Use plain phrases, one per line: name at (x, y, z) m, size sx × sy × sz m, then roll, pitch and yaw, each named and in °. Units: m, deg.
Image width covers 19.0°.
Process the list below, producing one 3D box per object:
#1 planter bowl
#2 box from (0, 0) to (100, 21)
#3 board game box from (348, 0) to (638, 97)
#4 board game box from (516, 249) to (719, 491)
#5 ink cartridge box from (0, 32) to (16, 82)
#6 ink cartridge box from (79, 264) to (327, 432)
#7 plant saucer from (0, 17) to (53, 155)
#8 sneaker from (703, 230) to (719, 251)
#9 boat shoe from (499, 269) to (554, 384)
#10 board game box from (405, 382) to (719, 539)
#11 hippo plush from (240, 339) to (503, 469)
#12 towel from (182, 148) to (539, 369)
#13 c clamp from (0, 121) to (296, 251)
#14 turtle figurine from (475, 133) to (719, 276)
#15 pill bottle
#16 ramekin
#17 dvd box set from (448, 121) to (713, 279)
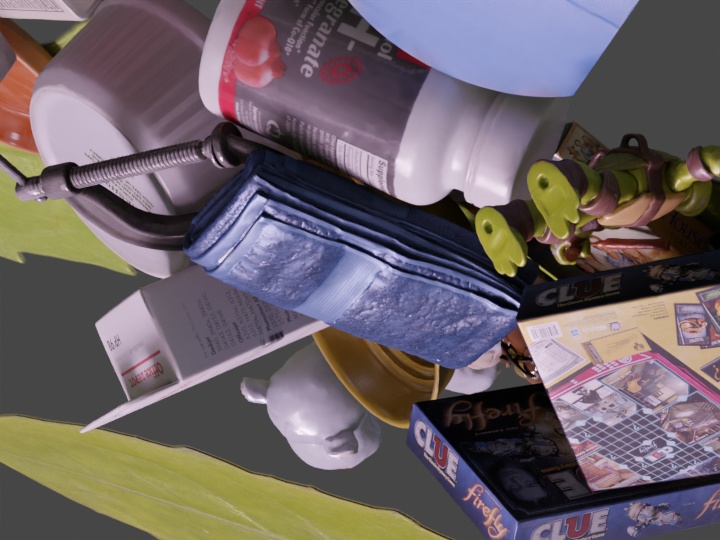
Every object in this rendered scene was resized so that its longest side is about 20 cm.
planter bowl at (0.028, -0.001, 1.465) m, size 0.200 × 0.083 × 0.201 m, roll 44°, pitch 147°, yaw 39°
box at (-0.236, -0.233, 1.307) m, size 0.199 × 0.109 × 0.128 m, roll 9°, pitch 150°, yaw 45°
board game box at (0.071, -0.175, 1.118) m, size 0.157 × 0.039 × 0.200 m, roll 27°, pitch 147°, yaw -3°
board game box at (0.206, 0.054, 1.238) m, size 0.199 × 0.035 × 0.136 m, roll -11°, pitch 123°, yaw 23°
ink cartridge box at (-0.318, -0.174, 1.279) m, size 0.145 × 0.088 × 0.200 m, roll 19°, pitch 153°, yaw 30°
ink cartridge box at (-0.095, 0.031, 1.401) m, size 0.067 × 0.199 × 0.116 m, roll 66°, pitch 155°, yaw 3°
plant saucer at (-0.297, -0.162, 1.663) m, size 0.199 × 0.032 × 0.200 m, roll 26°, pitch 159°, yaw 11°
sneaker at (0.289, 0.044, 1.281) m, size 0.199 × 0.075 × 0.107 m, roll 11°, pitch 126°, yaw 3°
boat shoe at (0.128, 0.048, 1.440) m, size 0.200 × 0.068 × 0.072 m, roll 36°, pitch -173°, yaw -41°
board game box at (0.148, 0.120, 1.373) m, size 0.136 × 0.199 × 0.035 m, roll 47°, pitch 136°, yaw 48°
hippo plush at (0.012, 0.074, 1.594) m, size 0.159 × 0.161 × 0.200 m, roll 24°, pitch 159°, yaw 16°
towel at (0.000, 0.000, 1.292) m, size 0.199 × 0.049 × 0.112 m, roll 21°, pitch 143°, yaw -20°
c clamp at (-0.122, -0.052, 1.316) m, size 0.199 × 0.027 × 0.171 m, roll -7°, pitch 150°, yaw 26°
turtle figurine at (0.153, -0.045, 1.203) m, size 0.161 × 0.065 × 0.200 m, roll -10°, pitch 174°, yaw -40°
pill bottle at (0.015, -0.105, 1.254) m, size 0.199 × 0.111 × 0.111 m, roll 25°, pitch 159°, yaw 15°
ramekin at (-0.138, -0.085, 1.457) m, size 0.202 × 0.094 × 0.203 m, roll 36°, pitch 150°, yaw 25°
dvd box set at (0.167, -0.013, 1.370) m, size 0.200 × 0.029 × 0.146 m, roll 37°, pitch 158°, yaw -17°
